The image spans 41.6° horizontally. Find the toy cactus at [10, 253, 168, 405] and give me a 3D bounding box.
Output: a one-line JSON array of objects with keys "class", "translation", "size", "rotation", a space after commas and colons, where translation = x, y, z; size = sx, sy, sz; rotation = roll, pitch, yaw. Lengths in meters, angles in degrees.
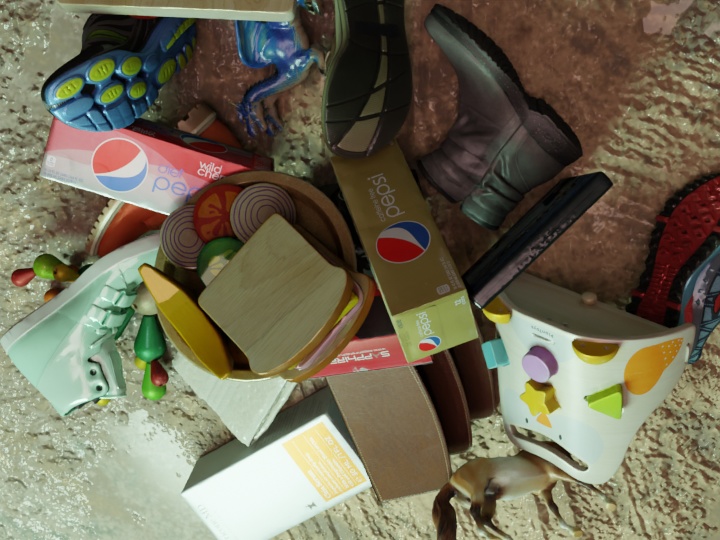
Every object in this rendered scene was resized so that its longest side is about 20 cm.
[{"class": "toy cactus", "translation": [-0.255, 0.045, 0.994], "size": [0.165, 0.102, 0.200], "rotation": [-37, 94, 9]}]

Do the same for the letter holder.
[{"class": "letter holder", "translation": [0.058, 0.117, 0.939], "size": [0.142, 0.101, 0.200], "rotation": [-13, 125, 11]}]

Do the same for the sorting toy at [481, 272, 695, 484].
[{"class": "sorting toy", "translation": [0.191, 0.109, 0.901], "size": [0.200, 0.107, 0.180], "rotation": [23, 126, 37]}]

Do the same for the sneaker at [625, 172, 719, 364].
[{"class": "sneaker", "translation": [0.324, 0.003, 0.912], "size": [0.095, 0.079, 0.200], "rotation": [15, 103, -36]}]

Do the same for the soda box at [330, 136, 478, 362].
[{"class": "soda box", "translation": [0.034, -0.024, 0.808], "size": [0.064, 0.200, 0.068], "rotation": [-21, 138, 0]}]

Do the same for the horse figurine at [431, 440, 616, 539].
[{"class": "horse figurine", "translation": [0.150, 0.219, 0.933], "size": [0.200, 0.133, 0.050], "rotation": [-12, 120, -19]}]

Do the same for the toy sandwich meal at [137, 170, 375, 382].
[{"class": "toy sandwich meal", "translation": [-0.093, 0.005, 0.796], "size": [0.205, 0.070, 0.205], "rotation": [-3, 78, 13]}]

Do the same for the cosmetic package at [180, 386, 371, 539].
[{"class": "cosmetic package", "translation": [-0.085, 0.220, 1.041], "size": [0.200, 0.071, 0.101], "rotation": [-32, 104, 18]}]

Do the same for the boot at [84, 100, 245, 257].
[{"class": "boot", "translation": [-0.188, -0.063, 0.948], "size": [0.200, 0.075, 0.107], "rotation": [-41, 105, 18]}]

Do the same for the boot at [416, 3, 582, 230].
[{"class": "boot", "translation": [0.098, -0.136, 0.884], "size": [0.132, 0.070, 0.200], "rotation": [-39, 97, 25]}]

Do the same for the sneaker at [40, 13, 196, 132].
[{"class": "sneaker", "translation": [-0.219, -0.184, 0.842], "size": [0.083, 0.200, 0.071], "rotation": [11, 130, 16]}]

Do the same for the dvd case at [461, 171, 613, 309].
[{"class": "dvd case", "translation": [0.146, -0.029, 0.830], "size": [0.143, 0.200, 0.018], "rotation": [-45, 90, 5]}]

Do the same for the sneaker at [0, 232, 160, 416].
[{"class": "sneaker", "translation": [-0.236, 0.056, 0.919], "size": [0.200, 0.074, 0.118], "rotation": [-37, 87, 6]}]

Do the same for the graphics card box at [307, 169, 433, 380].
[{"class": "graphics card box", "translation": [0.000, 0.000, 0.879], "size": [0.125, 0.200, 0.051], "rotation": [-9, 138, 12]}]

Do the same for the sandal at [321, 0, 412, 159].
[{"class": "sandal", "translation": [0.003, -0.193, 0.851], "size": [0.080, 0.057, 0.201], "rotation": [9, 76, -19]}]

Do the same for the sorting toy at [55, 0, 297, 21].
[{"class": "sorting toy", "translation": [-0.143, -0.307, 0.812], "size": [0.199, 0.070, 0.200], "rotation": [4, 84, 4]}]

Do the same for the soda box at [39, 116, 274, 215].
[{"class": "soda box", "translation": [-0.183, -0.094, 0.870], "size": [0.200, 0.063, 0.070], "rotation": [17, 107, -10]}]

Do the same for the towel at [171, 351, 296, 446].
[{"class": "towel", "translation": [-0.119, 0.077, 0.969], "size": [0.133, 0.034, 0.200], "rotation": [45, 130, 15]}]

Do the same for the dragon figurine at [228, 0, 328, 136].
[{"class": "dragon figurine", "translation": [-0.084, -0.220, 0.877], "size": [0.099, 0.059, 0.200], "rotation": [-7, 111, 10]}]
